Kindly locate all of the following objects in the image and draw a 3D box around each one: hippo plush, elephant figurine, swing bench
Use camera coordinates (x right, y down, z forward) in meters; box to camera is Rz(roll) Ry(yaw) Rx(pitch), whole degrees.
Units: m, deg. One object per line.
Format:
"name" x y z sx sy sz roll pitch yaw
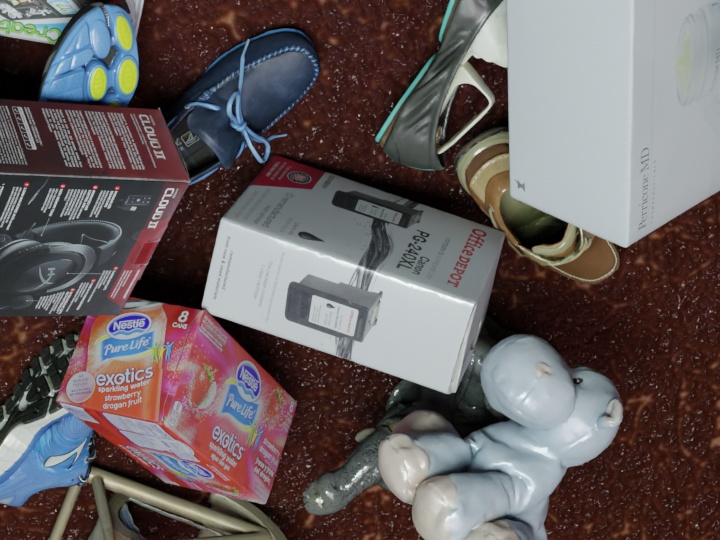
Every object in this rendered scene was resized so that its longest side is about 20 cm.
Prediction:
"hippo plush" 0.129 0.143 1.244 0.200 0.159 0.161 37 106 -16
"elephant figurine" 0.064 0.135 1.396 0.155 0.142 0.200 33 104 -11
"swing bench" -0.183 0.294 1.444 0.199 0.130 0.200 13 117 -25

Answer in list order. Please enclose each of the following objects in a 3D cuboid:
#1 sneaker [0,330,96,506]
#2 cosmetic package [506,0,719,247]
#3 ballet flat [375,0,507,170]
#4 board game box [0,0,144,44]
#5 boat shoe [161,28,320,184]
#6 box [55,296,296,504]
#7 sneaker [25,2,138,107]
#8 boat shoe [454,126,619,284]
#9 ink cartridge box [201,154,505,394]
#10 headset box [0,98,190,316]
"sneaker" -0.248 0.126 1.366 0.200 0.079 0.089 -39 131 20
"cosmetic package" 0.215 -0.157 1.201 0.200 0.123 0.200 -28 129 -32
"ballet flat" 0.081 -0.161 1.253 0.068 0.068 0.200 31 121 5
"board game box" -0.248 -0.229 1.163 0.199 0.035 0.127 8 121 -16
"boat shoe" -0.109 -0.101 1.250 0.200 0.069 0.084 -40 120 13
"box" -0.138 0.103 1.289 0.099 0.096 0.200 9 159 25
"sneaker" -0.218 -0.117 1.198 0.070 0.083 0.200 -6 141 -32
"boat shoe" 0.148 -0.035 1.324 0.076 0.074 0.200 -40 134 16
"ink cartridge box" 0.000 0.000 1.249 0.199 0.145 0.084 18 116 6
"headset box" -0.224 -0.041 1.150 0.199 0.077 0.149 -1 140 -35
